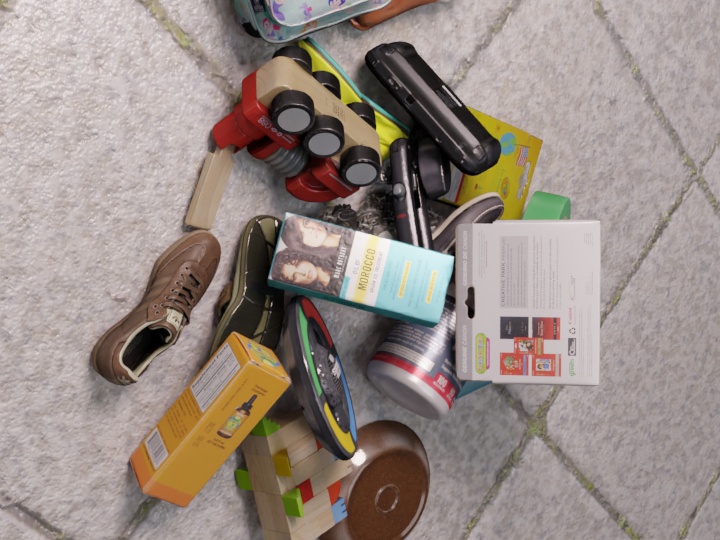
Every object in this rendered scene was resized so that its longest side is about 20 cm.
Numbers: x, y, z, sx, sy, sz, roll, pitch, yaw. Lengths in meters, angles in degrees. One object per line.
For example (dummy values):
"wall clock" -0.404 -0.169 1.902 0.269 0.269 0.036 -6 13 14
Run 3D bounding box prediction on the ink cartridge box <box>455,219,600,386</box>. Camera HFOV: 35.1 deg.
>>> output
"ink cartridge box" 0.206 0.037 1.410 0.084 0.175 0.201 -18 109 -82

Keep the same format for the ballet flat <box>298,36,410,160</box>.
"ballet flat" -0.018 -0.194 1.354 0.067 0.067 0.200 -48 130 5

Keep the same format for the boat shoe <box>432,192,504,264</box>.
"boat shoe" 0.119 -0.022 1.450 0.200 0.063 0.073 -38 153 -18

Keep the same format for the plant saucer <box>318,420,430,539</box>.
"plant saucer" 0.026 0.303 1.531 0.200 0.037 0.201 -10 107 -36

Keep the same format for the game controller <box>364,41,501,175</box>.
"game controller" 0.090 -0.198 1.372 0.042 0.200 0.104 -44 173 26

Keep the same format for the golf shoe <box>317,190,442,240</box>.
"golf shoe" 0.016 -0.040 1.422 0.200 0.078 0.095 -13 133 -39

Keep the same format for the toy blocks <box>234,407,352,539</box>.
"toy blocks" -0.069 0.247 1.412 0.137 0.100 0.201 -24 107 -46

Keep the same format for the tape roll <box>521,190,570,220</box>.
"tape roll" 0.240 -0.006 1.549 0.200 0.048 0.201 14 90 -75

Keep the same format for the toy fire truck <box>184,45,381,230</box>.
"toy fire truck" -0.096 -0.124 1.289 0.176 0.200 0.129 35 38 -40

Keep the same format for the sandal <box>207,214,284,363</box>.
"sandal" -0.130 0.035 1.326 0.080 0.057 0.202 23 76 -35

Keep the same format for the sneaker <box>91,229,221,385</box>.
"sneaker" -0.207 0.046 1.249 0.200 0.075 0.070 -54 128 -14

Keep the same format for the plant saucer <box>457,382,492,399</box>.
"plant saucer" 0.165 0.140 1.535 0.200 0.019 0.070 -25 157 4

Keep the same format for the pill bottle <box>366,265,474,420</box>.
"pill bottle" 0.106 0.081 1.480 0.120 0.119 0.200 46 68 -37

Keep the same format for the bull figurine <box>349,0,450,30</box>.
"bull figurine" 0.058 -0.361 1.367 0.200 0.065 0.122 -32 117 -30

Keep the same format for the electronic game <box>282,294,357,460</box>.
"electronic game" -0.043 0.124 1.333 0.042 0.200 0.200 -19 119 8

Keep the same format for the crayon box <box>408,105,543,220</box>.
"crayon box" 0.146 -0.142 1.503 0.200 0.051 0.127 16 91 -40

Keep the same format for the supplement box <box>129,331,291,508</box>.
"supplement box" -0.169 0.168 1.275 0.066 0.069 0.200 33 105 -39

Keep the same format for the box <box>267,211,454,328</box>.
"box" 0.000 0.000 1.295 0.199 0.049 0.083 14 80 -3

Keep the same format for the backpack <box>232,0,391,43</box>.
"backpack" -0.065 -0.357 1.215 0.177 0.151 0.201 -21 107 -14

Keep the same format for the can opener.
"can opener" 0.064 -0.065 1.358 0.063 0.078 0.201 12 72 -43
